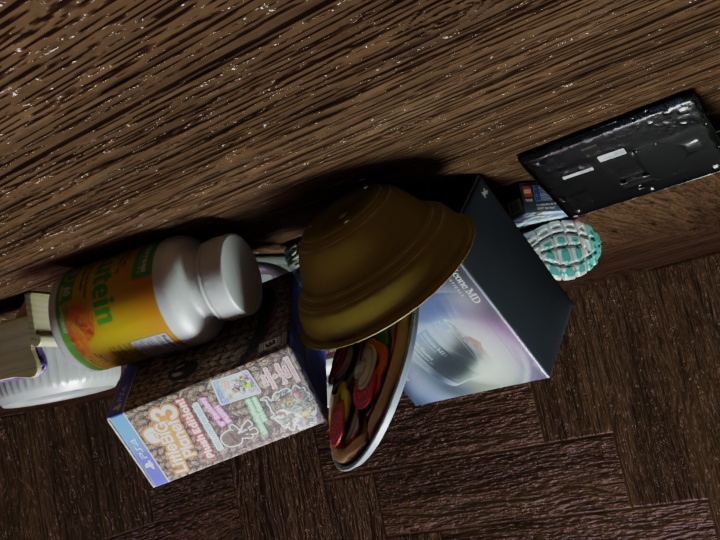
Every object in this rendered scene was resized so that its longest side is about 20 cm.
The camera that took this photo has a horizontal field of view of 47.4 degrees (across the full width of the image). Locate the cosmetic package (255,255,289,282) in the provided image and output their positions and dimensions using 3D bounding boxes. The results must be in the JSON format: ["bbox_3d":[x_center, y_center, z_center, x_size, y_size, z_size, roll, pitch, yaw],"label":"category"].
[{"bbox_3d":[-0.166,0.039,1.100,0.101,0.075,0.199,-3,166,-46],"label":"cosmetic package"}]

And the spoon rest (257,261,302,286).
[{"bbox_3d":[-0.156,0.016,0.962,0.197,0.061,0.099,10,164,-1],"label":"spoon rest"}]

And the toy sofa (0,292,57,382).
[{"bbox_3d":[-0.443,0.097,0.989,0.197,0.099,0.083,-16,171,15],"label":"toy sofa"}]

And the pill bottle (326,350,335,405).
[{"bbox_3d":[-0.054,0.090,1.153,0.112,0.203,0.114,-12,171,-2],"label":"pill bottle"}]

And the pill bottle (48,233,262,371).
[{"bbox_3d":[-0.205,0.028,0.834,0.198,0.113,0.111,-16,171,19],"label":"pill bottle"}]

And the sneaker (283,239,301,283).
[{"bbox_3d":[0.000,0.000,1.035,0.197,0.088,0.077,-8,172,-27],"label":"sneaker"}]

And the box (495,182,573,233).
[{"bbox_3d":[0.190,-0.065,1.050,0.135,0.040,0.199,-6,169,-33],"label":"box"}]

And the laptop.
[{"bbox_3d":[0.284,-0.132,0.855,0.176,0.105,0.199,-19,144,33],"label":"laptop"}]

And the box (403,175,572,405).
[{"bbox_3d":[0.095,0.031,0.920,0.197,0.200,0.124,-21,-152,42],"label":"box"}]

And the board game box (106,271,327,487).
[{"bbox_3d":[-0.143,0.110,0.869,0.198,0.098,0.160,-22,-154,7],"label":"board game box"}]

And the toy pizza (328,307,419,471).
[{"bbox_3d":[0.002,0.091,0.794,0.031,0.203,0.200,19,163,-14],"label":"toy pizza"}]

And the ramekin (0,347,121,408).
[{"bbox_3d":[-0.441,0.131,1.184,0.197,0.107,0.200,-13,171,-2],"label":"ramekin"}]

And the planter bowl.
[{"bbox_3d":[0.003,-0.023,0.774,0.199,0.084,0.201,-32,-161,12],"label":"planter bowl"}]

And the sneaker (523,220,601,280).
[{"bbox_3d":[0.205,-0.022,1.037,0.197,0.079,0.091,-10,-170,-10],"label":"sneaker"}]
